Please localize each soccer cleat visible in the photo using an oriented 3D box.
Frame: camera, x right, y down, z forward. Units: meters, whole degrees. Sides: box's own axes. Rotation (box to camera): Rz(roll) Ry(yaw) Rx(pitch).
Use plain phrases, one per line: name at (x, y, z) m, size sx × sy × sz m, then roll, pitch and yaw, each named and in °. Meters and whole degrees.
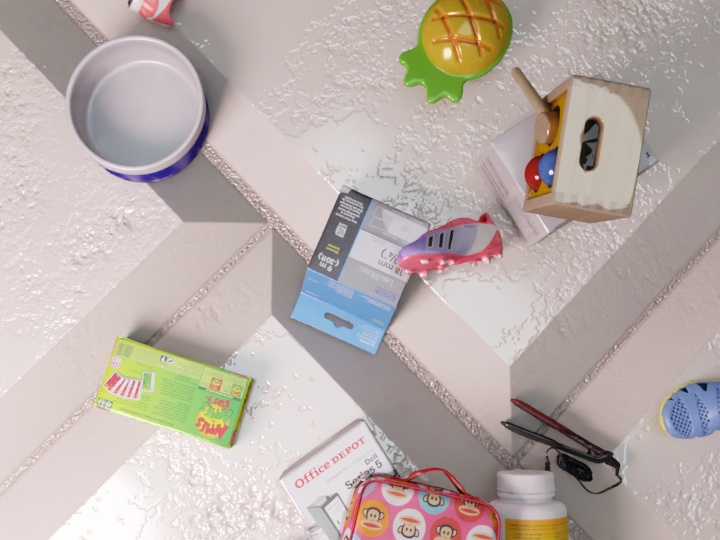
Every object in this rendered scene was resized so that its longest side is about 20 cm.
soccer cleat at (0.125, -0.040, 1.156) m, size 0.198 × 0.067 × 0.078 m, roll -7°, pitch 74°, yaw -36°
soccer cleat at (-0.283, -0.469, 1.241) m, size 0.073 × 0.068 × 0.202 m, roll 29°, pitch 76°, yaw -22°

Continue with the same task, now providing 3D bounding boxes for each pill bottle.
pill bottle at (0.227, 0.379, 1.097) m, size 0.107 × 0.109 × 0.203 m, roll 0°, pitch 81°, yaw -3°

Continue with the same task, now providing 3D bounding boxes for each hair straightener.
hair straightener at (0.289, 0.264, 1.167) m, size 0.198 × 0.041 × 0.078 m, roll 30°, pitch 84°, yaw -3°

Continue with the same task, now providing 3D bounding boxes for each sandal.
sandal at (0.528, 0.190, 1.162) m, size 0.197 × 0.087 × 0.081 m, roll -18°, pitch 84°, yaw -4°

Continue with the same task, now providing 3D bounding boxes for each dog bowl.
dog bowl at (-0.324, -0.235, 1.187) m, size 0.197 × 0.079 × 0.204 m, roll 1°, pitch 81°, yaw -3°

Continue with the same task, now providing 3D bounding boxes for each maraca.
maraca at (0.145, -0.340, 1.214) m, size 0.136 × 0.107 × 0.201 m, roll 37°, pitch 81°, yaw 10°

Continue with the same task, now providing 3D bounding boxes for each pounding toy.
pounding toy at (0.270, -0.175, 1.058) m, size 0.140 × 0.184 × 0.203 m, roll 9°, pitch 90°, yaw -2°

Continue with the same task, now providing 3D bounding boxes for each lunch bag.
lunch bag at (0.076, 0.340, 1.031) m, size 0.197 × 0.082 × 0.179 m, roll 16°, pitch 77°, yaw -4°

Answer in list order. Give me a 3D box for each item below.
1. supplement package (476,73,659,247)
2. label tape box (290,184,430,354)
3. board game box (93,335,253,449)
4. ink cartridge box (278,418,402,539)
supplement package at (0.300, -0.160, 1.192) m, size 0.198 × 0.111 × 0.157 m, roll -32°, pitch 84°, yaw -8°
label tape box at (0.000, 0.000, 1.175) m, size 0.142 × 0.063 × 0.202 m, roll 23°, pitch 80°, yaw 1°
board game box at (-0.261, 0.172, 1.142) m, size 0.197 × 0.048 × 0.103 m, roll 17°, pitch 81°, yaw 0°
ink cartridge box at (-0.002, 0.328, 1.112) m, size 0.145 × 0.084 × 0.201 m, roll -33°, pitch 85°, yaw -8°
